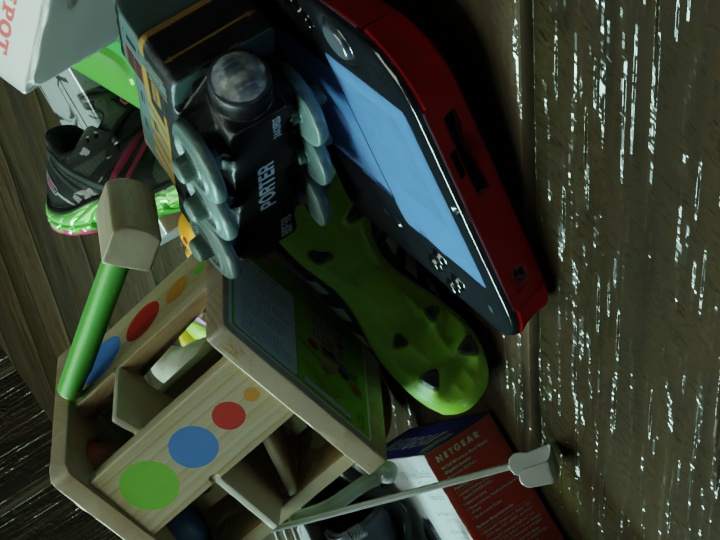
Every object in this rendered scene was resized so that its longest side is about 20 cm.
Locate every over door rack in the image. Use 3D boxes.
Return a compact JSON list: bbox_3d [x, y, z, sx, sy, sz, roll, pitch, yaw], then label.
[{"bbox_3d":[0.050,0.181,1.396,0.067,0.199,0.149,-40,-67,-58],"label":"over door rack"}]

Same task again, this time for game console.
[{"bbox_3d":[0.010,-0.068,1.202,0.177,0.031,0.201,36,159,46],"label":"game console"}]

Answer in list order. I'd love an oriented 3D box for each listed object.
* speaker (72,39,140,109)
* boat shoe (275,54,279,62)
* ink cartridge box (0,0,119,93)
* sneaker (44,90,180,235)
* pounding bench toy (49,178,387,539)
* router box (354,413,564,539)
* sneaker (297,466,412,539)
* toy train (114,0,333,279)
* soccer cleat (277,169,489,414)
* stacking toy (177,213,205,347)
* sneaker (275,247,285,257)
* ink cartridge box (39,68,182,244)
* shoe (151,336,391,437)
[{"bbox_3d":[-0.134,-0.145,1.469,0.200,0.088,0.089,32,151,47],"label":"speaker"},{"bbox_3d":[-0.119,-0.160,1.361,0.201,0.093,0.075,59,-162,17],"label":"boat shoe"},{"bbox_3d":[-0.207,-0.212,1.296,0.200,0.084,0.145,36,133,19],"label":"ink cartridge box"},{"bbox_3d":[-0.125,-0.075,1.500,0.199,0.077,0.084,-12,94,37],"label":"sneaker"},{"bbox_3d":[-0.111,0.058,1.364,0.200,0.156,0.125,41,-158,-25],"label":"pounding bench toy"},{"bbox_3d":[0.080,0.180,1.510,0.180,0.049,0.200,59,167,0],"label":"router box"},{"bbox_3d":[0.014,0.198,1.515,0.200,0.077,0.140,51,165,29],"label":"sneaker"},{"bbox_3d":[-0.070,-0.076,1.252,0.114,0.085,0.200,56,169,18],"label":"toy train"},{"bbox_3d":[0.000,0.000,1.383,0.200,0.067,0.081,54,171,12],"label":"soccer cleat"},{"bbox_3d":[-0.081,0.019,1.601,0.116,0.109,0.200,46,165,35],"label":"stacking toy"},{"bbox_3d":[-0.029,-0.004,1.471,0.090,0.066,0.200,44,171,28],"label":"sneaker"},{"bbox_3d":[-0.155,-0.119,1.641,0.201,0.084,0.146,60,167,-1],"label":"ink cartridge box"},{"bbox_3d":[-0.052,0.074,1.557,0.053,0.070,0.199,-1,167,38],"label":"shoe"}]
